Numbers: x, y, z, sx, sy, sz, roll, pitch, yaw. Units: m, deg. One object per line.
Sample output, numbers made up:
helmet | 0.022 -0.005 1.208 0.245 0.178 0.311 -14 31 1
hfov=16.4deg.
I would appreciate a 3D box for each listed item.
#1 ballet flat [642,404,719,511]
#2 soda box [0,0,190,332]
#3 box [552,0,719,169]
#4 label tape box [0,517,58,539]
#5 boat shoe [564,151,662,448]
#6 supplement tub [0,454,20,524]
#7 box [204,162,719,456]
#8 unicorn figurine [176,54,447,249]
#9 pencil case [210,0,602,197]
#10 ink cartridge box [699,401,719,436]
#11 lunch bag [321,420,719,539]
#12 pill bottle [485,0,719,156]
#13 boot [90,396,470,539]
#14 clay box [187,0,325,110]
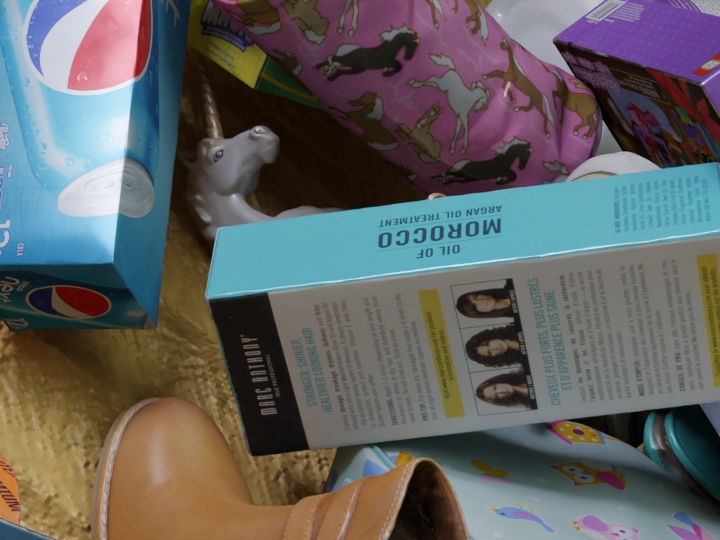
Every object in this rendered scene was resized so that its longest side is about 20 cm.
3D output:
ballet flat | 0.168 0.098 1.151 0.200 0.070 0.068 3 61 -54
soda box | -0.110 -0.079 1.007 0.064 0.068 0.201 -2 66 11
box | 0.155 -0.042 1.028 0.137 0.039 0.200 55 -4 -15
label tape box | -0.149 0.146 0.733 0.144 0.200 0.063 24 45 -24
boat shoe | 0.113 0.009 1.086 0.075 0.200 0.068 34 61 20
supplement tub | -0.218 0.075 0.795 0.200 0.123 0.123 21 46 -26
box | 0.046 0.016 0.971 0.049 0.199 0.082 -85 165 -54
unicorn figurine | 0.000 0.000 1.069 0.074 0.137 0.200 -45 112 -32
pencil case | 0.019 -0.094 1.036 0.200 0.087 0.083 41 1 -38
ink cartridge box | 0.187 0.091 1.027 0.200 0.042 0.119 62 11 24
lunch bag | 0.075 0.126 0.995 0.160 0.077 0.200 2 24 -37
pill bottle | 0.158 -0.087 1.273 0.200 0.111 0.112 4 54 -40
boot | -0.024 0.104 0.915 0.074 0.155 0.200 8 52 -36
clay box | -0.011 -0.102 1.139 0.200 0.048 0.115 14 14 -36
